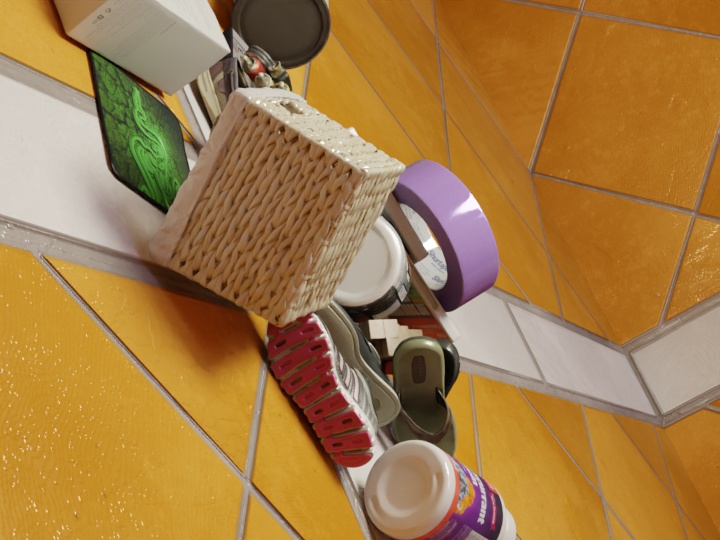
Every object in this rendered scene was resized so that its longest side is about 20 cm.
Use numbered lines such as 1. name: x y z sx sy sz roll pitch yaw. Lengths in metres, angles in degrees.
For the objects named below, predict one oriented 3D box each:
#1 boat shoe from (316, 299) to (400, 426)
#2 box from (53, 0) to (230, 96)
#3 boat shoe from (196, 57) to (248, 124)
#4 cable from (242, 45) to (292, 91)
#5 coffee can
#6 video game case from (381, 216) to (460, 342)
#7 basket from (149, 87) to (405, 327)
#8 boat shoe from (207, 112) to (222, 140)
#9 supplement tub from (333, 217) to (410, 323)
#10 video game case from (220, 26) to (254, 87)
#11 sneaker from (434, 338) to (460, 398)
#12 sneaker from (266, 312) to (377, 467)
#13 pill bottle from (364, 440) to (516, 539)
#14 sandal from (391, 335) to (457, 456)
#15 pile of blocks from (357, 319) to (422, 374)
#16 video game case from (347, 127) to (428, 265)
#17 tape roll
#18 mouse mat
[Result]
1. boat shoe: -0.023 0.096 1.564 0.200 0.072 0.068 56 11 -26
2. box: -0.258 -0.305 1.518 0.200 0.097 0.125 27 33 -59
3. boat shoe: -0.144 -0.181 1.686 0.200 0.065 0.072 65 15 14
4. cable: -0.118 -0.228 1.776 0.097 0.050 0.200 42 -15 21
5. coffee can: -0.120 -0.412 2.009 0.146 0.146 0.200 49 19 -28
6. video game case: 0.045 0.015 1.818 0.200 0.017 0.143 56 -23 -14
7. basket: -0.081 -0.065 1.370 0.161 0.200 0.198 32 13 9
8. boat shoe: -0.090 -0.143 1.622 0.200 0.063 0.073 8 32 -25
9. supplement tub: 0.000 0.000 1.648 0.123 0.122 0.200 62 0 9
10. video game case: -0.134 -0.227 1.862 0.181 0.025 0.200 48 20 -32
11. sneaker: 0.095 0.131 1.707 0.060 0.200 0.104 24 46 7
12. sneaker: -0.039 0.120 1.473 0.200 0.074 0.087 61 14 -2
13. pill bottle: 0.099 0.277 1.521 0.200 0.111 0.112 39 26 -48
14. sandal: 0.075 0.169 1.615 0.057 0.080 0.201 -108 -175 -52
15. pile of blocks: 0.026 0.104 1.676 0.200 0.082 0.062 29 52 -73
16. video game case: 0.004 -0.083 1.830 0.200 0.023 0.182 59 -23 0
17. tape roll: 0.098 -0.046 1.791 0.200 0.066 0.200 47 -26 31
18. mouse mat: -0.236 -0.143 1.468 0.161 0.008 0.200 39 27 -49
